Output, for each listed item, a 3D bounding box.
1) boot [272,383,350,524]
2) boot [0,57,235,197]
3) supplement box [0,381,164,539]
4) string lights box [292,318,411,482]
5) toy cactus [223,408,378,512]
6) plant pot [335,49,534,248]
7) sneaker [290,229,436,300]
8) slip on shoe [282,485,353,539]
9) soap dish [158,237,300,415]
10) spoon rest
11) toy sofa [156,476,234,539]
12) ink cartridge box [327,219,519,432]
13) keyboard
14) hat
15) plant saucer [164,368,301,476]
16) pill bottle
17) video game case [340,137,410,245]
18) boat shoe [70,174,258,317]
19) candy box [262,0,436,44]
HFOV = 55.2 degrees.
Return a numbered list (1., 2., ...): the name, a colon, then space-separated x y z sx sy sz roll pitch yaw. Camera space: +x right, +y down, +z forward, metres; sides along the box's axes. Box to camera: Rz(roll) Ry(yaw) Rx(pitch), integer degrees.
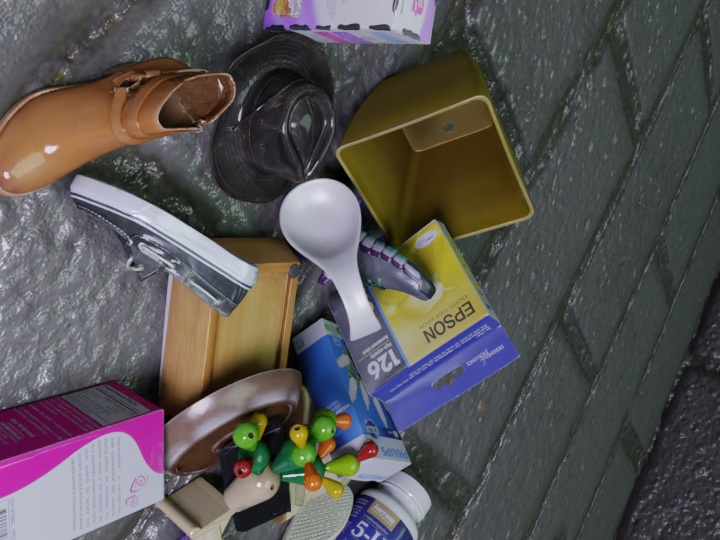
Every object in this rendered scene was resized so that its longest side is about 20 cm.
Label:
1. boot: -0.060 0.240 0.973 0.154 0.072 0.203 -9 110 -48
2. boot: -0.216 -0.127 0.596 0.200 0.153 0.074 -49 135 -28
3. supplement box: -0.295 0.189 0.650 0.198 0.102 0.103 -10 109 -47
4. string lights box: -0.014 0.173 0.916 0.059 0.202 0.102 -35 148 19
5. toy cactus: -0.081 0.220 0.759 0.165 0.103 0.199 -39 150 19
6. plant pot: 0.103 -0.173 0.924 0.201 0.197 0.178 55 29 -39
7. sneaker: 0.000 0.000 0.871 0.088 0.199 0.074 -55 155 -3
8. slip on shoe: -0.080 0.399 1.020 0.201 0.074 0.061 -52 172 -34
9. soap dish: -0.149 0.065 0.801 0.156 0.081 0.203 -3 106 -50
10. spoon rest: -0.029 -0.021 0.811 0.098 0.202 0.061 -22 163 -6
11. toy sofa: -0.199 0.369 0.841 0.097 0.082 0.203 -25 120 -37
12. ink cartridge box: 0.072 0.073 0.895 0.197 0.202 0.047 -37 153 20
13. keyboard: -0.104 0.246 0.841 0.125 0.021 0.202 -18 138 -20
14. hat: -0.077 -0.158 0.785 0.200 0.080 0.203 -36 142 -33
15. plant saucer: -0.148 0.180 0.784 0.198 0.032 0.201 -28 157 -13
16. pill bottle: 0.022 0.423 1.097 0.200 0.119 0.121 -44 132 -33
17. video game case: 0.007 -0.079 0.992 0.143 0.019 0.202 41 70 -49
18. boat shoe: -0.196 -0.019 0.669 0.198 0.072 0.072 31 84 -13
19. candy box: -0.007 -0.338 0.743 0.071 0.198 0.171 0 103 -49
